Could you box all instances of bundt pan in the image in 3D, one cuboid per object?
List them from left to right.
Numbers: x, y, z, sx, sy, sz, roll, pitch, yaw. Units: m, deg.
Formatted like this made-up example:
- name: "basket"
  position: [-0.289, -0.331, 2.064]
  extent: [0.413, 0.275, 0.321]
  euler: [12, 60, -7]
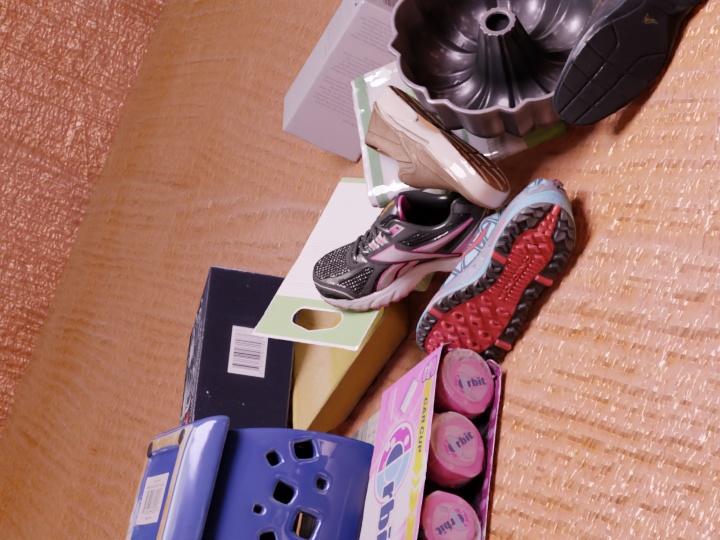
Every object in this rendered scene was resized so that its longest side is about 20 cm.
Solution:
- name: "bundt pan"
  position: [0.128, -0.198, 1.647]
  extent: [0.076, 0.200, 0.203]
  euler: [68, -153, -54]

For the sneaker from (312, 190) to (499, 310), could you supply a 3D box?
- name: "sneaker"
  position: [0.038, -0.034, 1.699]
  extent: [0.199, 0.086, 0.081]
  euler: [-21, 41, 22]

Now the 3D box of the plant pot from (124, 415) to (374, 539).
- name: "plant pot"
  position: [-0.116, 0.241, 1.731]
  extent: [0.200, 0.178, 0.202]
  euler: [156, 130, -66]

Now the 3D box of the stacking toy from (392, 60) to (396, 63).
- name: "stacking toy"
  position: [0.056, -0.118, 1.875]
  extent: [0.200, 0.109, 0.117]
  euler: [124, 151, -63]

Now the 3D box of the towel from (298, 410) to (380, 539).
- name: "towel"
  position: [-0.014, 0.251, 1.767]
  extent: [0.193, 0.034, 0.201]
  euler: [135, 148, -55]

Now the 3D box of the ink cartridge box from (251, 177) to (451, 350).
- name: "ink cartridge box"
  position: [0.000, 0.000, 1.801]
  extent: [0.145, 0.048, 0.201]
  euler: [6, 59, 42]

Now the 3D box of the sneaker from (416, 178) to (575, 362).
- name: "sneaker"
  position: [0.123, 0.001, 1.607]
  extent: [0.200, 0.079, 0.096]
  euler: [-49, 13, 30]

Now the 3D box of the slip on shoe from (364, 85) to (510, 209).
- name: "slip on shoe"
  position: [0.063, -0.097, 1.639]
  extent: [0.061, 0.076, 0.200]
  euler: [-56, 43, 11]

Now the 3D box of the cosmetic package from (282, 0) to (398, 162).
- name: "cosmetic package"
  position: [-0.002, -0.233, 2.129]
  extent: [0.200, 0.101, 0.072]
  euler: [-55, 23, 33]

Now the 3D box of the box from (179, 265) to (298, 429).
- name: "box"
  position: [-0.137, 0.129, 2.018]
  extent: [0.182, 0.103, 0.202]
  euler: [113, 164, -60]

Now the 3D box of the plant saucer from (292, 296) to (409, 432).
- name: "plant saucer"
  position: [-0.006, 0.055, 1.912]
  extent: [0.201, 0.048, 0.201]
  euler: [-57, 22, 33]

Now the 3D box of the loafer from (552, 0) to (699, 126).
- name: "loafer"
  position: [0.229, -0.209, 1.535]
  extent: [0.200, 0.073, 0.072]
  euler: [-52, 15, 18]

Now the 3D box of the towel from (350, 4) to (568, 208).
- name: "towel"
  position: [0.091, -0.150, 1.721]
  extent: [0.199, 0.031, 0.150]
  euler: [-20, 59, 19]

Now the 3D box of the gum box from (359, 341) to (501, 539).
- name: "gum box"
  position: [0.060, 0.171, 1.580]
  extent: [0.113, 0.066, 0.201]
  euler: [-44, 31, 52]
